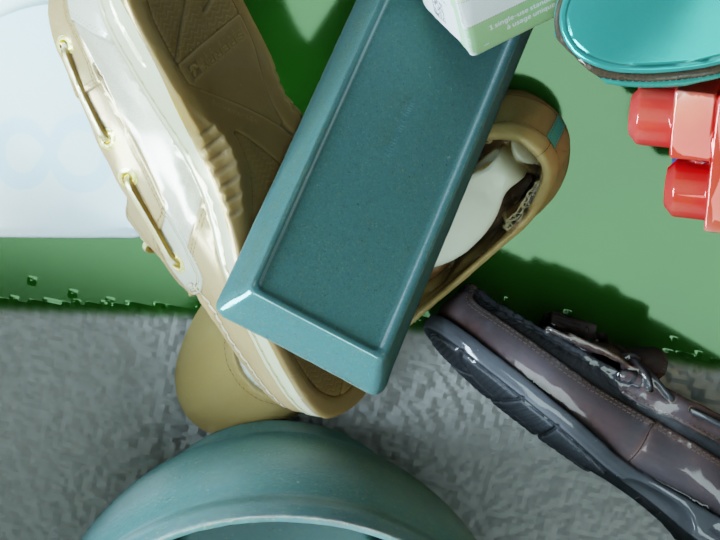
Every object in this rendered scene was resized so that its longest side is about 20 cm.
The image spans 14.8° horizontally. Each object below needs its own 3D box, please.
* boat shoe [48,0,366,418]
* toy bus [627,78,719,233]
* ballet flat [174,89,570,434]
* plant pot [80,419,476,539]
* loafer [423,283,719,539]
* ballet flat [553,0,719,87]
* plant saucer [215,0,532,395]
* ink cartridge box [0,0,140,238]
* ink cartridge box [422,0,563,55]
[{"bbox_3d":[-0.057,-0.034,1.062,0.069,0.074,0.200,-11,107,45],"label":"boat shoe"},{"bbox_3d":[0.194,-0.035,1.039,0.192,0.200,0.136,8,105,6],"label":"toy bus"},{"bbox_3d":[0.000,0.000,1.112,0.200,0.063,0.069,-42,101,11],"label":"ballet flat"},{"bbox_3d":[-0.033,0.143,1.106,0.200,0.134,0.200,-1,120,-1],"label":"plant pot"},{"bbox_3d":[0.119,0.062,1.132,0.200,0.072,0.063,37,83,-5],"label":"loafer"},{"bbox_3d":[0.170,-0.122,1.032,0.200,0.070,0.067,-25,88,18],"label":"ballet flat"},{"bbox_3d":[0.014,-0.052,1.053,0.070,0.019,0.200,28,59,-8],"label":"plant saucer"},{"bbox_3d":[-0.182,-0.095,1.093,0.200,0.047,0.160,0,106,-2],"label":"ink cartridge box"},{"bbox_3d":[0.075,-0.192,1.005,0.145,0.048,0.200,-26,135,-11],"label":"ink cartridge box"}]
